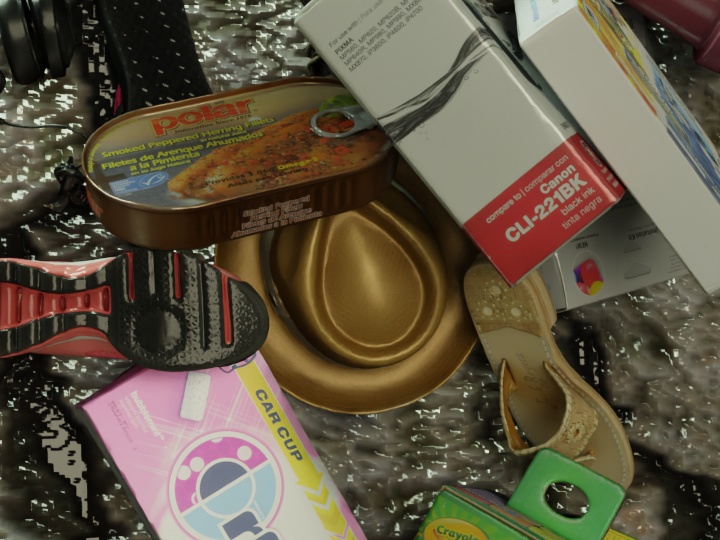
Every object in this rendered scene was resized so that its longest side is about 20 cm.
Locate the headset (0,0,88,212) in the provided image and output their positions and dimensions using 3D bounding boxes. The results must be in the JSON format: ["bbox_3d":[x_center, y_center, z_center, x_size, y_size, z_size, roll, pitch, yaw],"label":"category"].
[{"bbox_3d":[-0.233,-0.131,0.943,0.123,0.094,0.200,-33,79,-12],"label":"headset"}]

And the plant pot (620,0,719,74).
[{"bbox_3d":[0.228,-0.246,0.995,0.179,0.200,0.200,20,79,2],"label":"plant pot"}]

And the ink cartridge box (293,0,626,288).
[{"bbox_3d":[0.067,-0.100,0.888,0.084,0.144,0.200,-41,88,15],"label":"ink cartridge box"}]

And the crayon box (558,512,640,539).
[{"bbox_3d":[0.210,0.265,1.029,0.200,0.051,0.127,25,79,-12],"label":"crayon box"}]

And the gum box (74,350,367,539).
[{"bbox_3d":[-0.089,0.134,0.948,0.113,0.066,0.200,-31,93,-16],"label":"gum box"}]

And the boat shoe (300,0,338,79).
[{"bbox_3d":[0.001,-0.154,0.998,0.200,0.074,0.073,46,75,-6],"label":"boat shoe"}]

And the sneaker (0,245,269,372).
[{"bbox_3d":[-0.152,0.020,0.911,0.200,0.087,0.074,4,91,5],"label":"sneaker"}]

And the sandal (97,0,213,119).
[{"bbox_3d":[-0.132,-0.109,0.977,0.075,0.045,0.200,-6,72,-22],"label":"sandal"}]

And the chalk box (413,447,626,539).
[{"bbox_3d":[0.094,0.212,0.923,0.124,0.124,0.200,27,91,23],"label":"chalk box"}]

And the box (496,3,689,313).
[{"bbox_3d":[0.158,-0.081,1.024,0.156,0.041,0.200,-14,88,-40],"label":"box"}]

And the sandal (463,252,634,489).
[{"bbox_3d":[0.112,0.090,0.975,0.070,0.078,0.212,-53,126,-42],"label":"sandal"}]

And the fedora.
[{"bbox_3d":[0.000,0.000,0.963,0.200,0.082,0.201,-1,94,-8],"label":"fedora"}]

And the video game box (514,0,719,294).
[{"bbox_3d":[0.168,-0.106,0.924,0.047,0.182,0.200,-34,111,16],"label":"video game box"}]

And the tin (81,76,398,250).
[{"bbox_3d":[-0.071,-0.068,0.907,0.200,0.042,0.112,-14,46,-19],"label":"tin"}]
